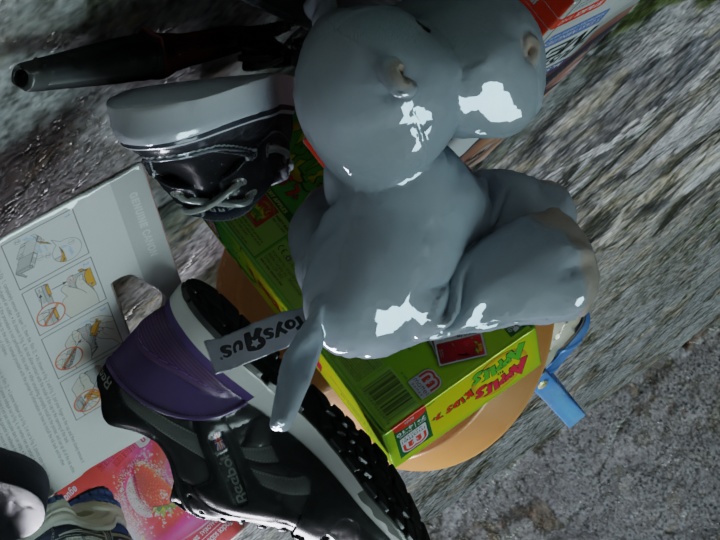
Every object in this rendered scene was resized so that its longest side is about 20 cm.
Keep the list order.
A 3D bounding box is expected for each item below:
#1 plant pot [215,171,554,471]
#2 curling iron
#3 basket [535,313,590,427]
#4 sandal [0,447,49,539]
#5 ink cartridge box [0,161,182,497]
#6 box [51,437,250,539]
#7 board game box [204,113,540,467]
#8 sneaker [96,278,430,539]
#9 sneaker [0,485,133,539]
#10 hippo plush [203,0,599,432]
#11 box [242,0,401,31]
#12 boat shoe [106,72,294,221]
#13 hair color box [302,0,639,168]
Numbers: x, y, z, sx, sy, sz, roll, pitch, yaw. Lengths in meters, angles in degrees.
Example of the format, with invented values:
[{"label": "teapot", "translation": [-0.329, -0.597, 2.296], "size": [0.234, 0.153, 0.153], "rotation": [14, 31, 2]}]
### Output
[{"label": "plant pot", "translation": [0.002, 0.020, 1.342], "size": [0.200, 0.201, 0.140], "rotation": [-42, 148, 24]}, {"label": "curling iron", "translation": [-0.089, -0.101, 0.989], "size": [0.049, 0.026, 0.199], "rotation": [0, -172, 37]}, {"label": "basket", "translation": [0.093, 0.030, 1.598], "size": [0.139, 0.177, 0.200], "rotation": [-40, 156, 0]}, {"label": "sandal", "translation": [-0.247, 0.098, 1.008], "size": [0.198, 0.043, 0.076], "rotation": [11, 142, -9]}, {"label": "ink cartridge box", "translation": [-0.173, 0.040, 1.072], "size": [0.176, 0.045, 0.201], "rotation": [-32, 144, -15]}, {"label": "box", "translation": [-0.129, 0.146, 1.306], "size": [0.200, 0.095, 0.103], "rotation": [-45, 179, 38]}, {"label": "board game box", "translation": [0.000, 0.000, 1.185], "size": [0.101, 0.200, 0.048], "rotation": [-34, 152, -10]}, {"label": "sneaker", "translation": [-0.050, 0.101, 1.098], "size": [0.087, 0.200, 0.076], "rotation": [-42, -168, 11]}, {"label": "sneaker", "translation": [-0.158, 0.169, 1.130], "size": [0.077, 0.086, 0.200], "rotation": [-35, 173, 15]}, {"label": "hippo plush", "translation": [0.010, -0.055, 0.985], "size": [0.199, 0.159, 0.162], "rotation": [-17, 117, -20]}, {"label": "box", "translation": [0.038, -0.186, 0.997], "size": [0.193, 0.048, 0.200], "rotation": [-41, 166, 12]}, {"label": "boat shoe", "translation": [-0.069, -0.057, 1.018], "size": [0.071, 0.068, 0.200], "rotation": [-6, -175, 8]}, {"label": "hair color box", "translation": [0.067, -0.115, 1.090], "size": [0.111, 0.064, 0.200], "rotation": [-31, 171, -43]}]
